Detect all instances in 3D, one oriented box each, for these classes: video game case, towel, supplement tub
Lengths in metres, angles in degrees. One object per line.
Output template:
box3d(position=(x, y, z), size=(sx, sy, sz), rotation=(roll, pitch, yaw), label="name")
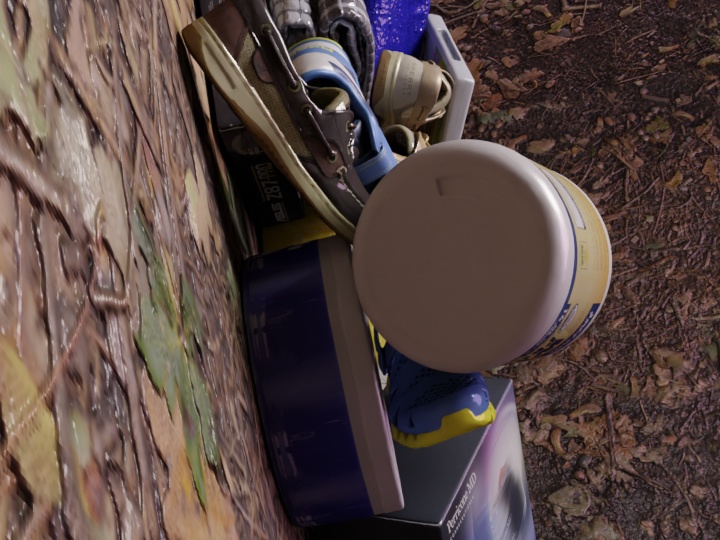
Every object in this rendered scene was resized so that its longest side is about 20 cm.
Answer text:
box3d(position=(0.073, -0.145, 1.091), size=(0.183, 0.022, 0.202), rotation=(-101, -160, -57), label="video game case")
box3d(position=(-0.034, -0.210, 0.881), size=(0.200, 0.085, 0.167), rotation=(84, -5, -63), label="towel")
box3d(position=(0.029, -0.213, 1.062), size=(0.148, 0.049, 0.202), rotation=(-39, 138, -67), label="towel")
box3d(position=(0.094, -0.007, 0.711), size=(0.200, 0.143, 0.146), rotation=(4, 73, -66), label="supplement tub")

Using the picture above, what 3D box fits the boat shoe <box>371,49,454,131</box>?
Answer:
box3d(position=(0.053, -0.163, 0.967), size=(0.200, 0.064, 0.073), rotation=(-7, 107, -83), label="boat shoe")

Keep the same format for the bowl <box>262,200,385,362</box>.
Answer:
box3d(position=(0.000, 0.000, 0.934), size=(0.200, 0.107, 0.202), rotation=(-13, 90, -73), label="bowl")

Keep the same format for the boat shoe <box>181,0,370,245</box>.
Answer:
box3d(position=(-0.033, -0.094, 0.675), size=(0.200, 0.065, 0.073), rotation=(49, 7, -32), label="boat shoe")

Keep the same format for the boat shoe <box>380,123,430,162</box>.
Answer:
box3d(position=(0.032, -0.092, 0.892), size=(0.199, 0.074, 0.067), rotation=(-11, 117, -55), label="boat shoe")

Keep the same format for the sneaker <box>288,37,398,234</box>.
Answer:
box3d(position=(-0.006, -0.074, 0.769), size=(0.201, 0.073, 0.082), rotation=(61, 6, -14), label="sneaker")

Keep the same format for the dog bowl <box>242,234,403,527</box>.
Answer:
box3d(position=(-0.026, 0.079, 0.744), size=(0.200, 0.078, 0.202), rotation=(-12, 90, -89), label="dog bowl")

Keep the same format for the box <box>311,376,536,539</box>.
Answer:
box3d(position=(0.063, 0.224, 0.877), size=(0.200, 0.122, 0.200), rotation=(-50, 134, -53), label="box")

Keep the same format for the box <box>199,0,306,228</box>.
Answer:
box3d(position=(-0.089, -0.158, 0.820), size=(0.161, 0.049, 0.202), rotation=(84, -4, -67), label="box")

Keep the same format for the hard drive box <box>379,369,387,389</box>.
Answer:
box3d(position=(0.017, 0.184, 1.035), size=(0.156, 0.076, 0.202), rotation=(-66, 148, -61), label="hard drive box")

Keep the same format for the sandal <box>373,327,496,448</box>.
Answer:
box3d(position=(0.047, 0.072, 0.788), size=(0.200, 0.079, 0.088), rotation=(-134, -152, -76), label="sandal")
